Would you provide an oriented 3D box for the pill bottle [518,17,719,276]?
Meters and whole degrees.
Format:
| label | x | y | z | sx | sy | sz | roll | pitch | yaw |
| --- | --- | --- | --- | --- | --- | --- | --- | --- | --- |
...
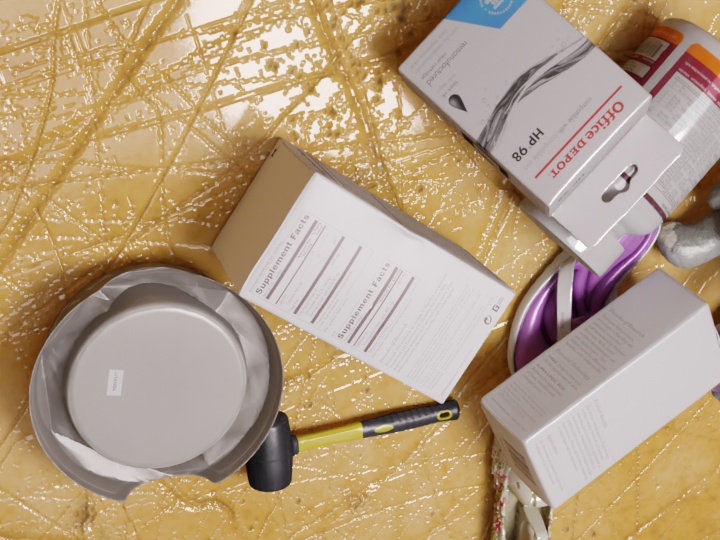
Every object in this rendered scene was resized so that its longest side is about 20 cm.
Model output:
| label | x | y | z | sx | sy | sz | roll | pitch | yaw |
| --- | --- | --- | --- | --- | --- | --- | --- | --- | --- |
| pill bottle | 0.229 | -0.100 | 1.071 | 0.109 | 0.110 | 0.200 | 39 | 95 | -27 |

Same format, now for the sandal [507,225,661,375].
| label | x | y | z | sx | sy | sz | roll | pitch | yaw |
| --- | --- | --- | --- | --- | --- | --- | --- | --- | --- |
| sandal | 0.196 | 0.022 | 1.140 | 0.082 | 0.050 | 0.203 | 25 | 101 | -25 |

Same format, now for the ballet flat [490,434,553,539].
| label | x | y | z | sx | sy | sz | roll | pitch | yaw |
| --- | --- | --- | --- | --- | --- | --- | --- | --- | --- |
| ballet flat | 0.157 | 0.217 | 1.195 | 0.075 | 0.064 | 0.201 | -7 | 111 | -15 |

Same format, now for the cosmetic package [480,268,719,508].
| label | x | y | z | sx | sy | sz | roll | pitch | yaw |
| --- | --- | --- | --- | --- | --- | --- | --- | --- | --- |
| cosmetic package | 0.211 | 0.101 | 1.116 | 0.200 | 0.074 | 0.102 | -35 | 131 | -10 |

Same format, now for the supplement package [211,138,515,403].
| label | x | y | z | sx | sy | sz | roll | pitch | yaw |
| --- | --- | --- | --- | --- | --- | --- | --- | --- | --- |
| supplement package | 0.000 | 0.000 | 1.031 | 0.200 | 0.114 | 0.110 | 30 | 98 | -24 |

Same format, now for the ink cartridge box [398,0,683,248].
| label | x | y | z | sx | sy | sz | roll | pitch | yaw |
| --- | --- | --- | --- | --- | --- | --- | --- | --- | --- |
| ink cartridge box | 0.141 | -0.125 | 0.998 | 0.200 | 0.067 | 0.116 | 43 | 93 | 10 |

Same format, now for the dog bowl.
| label | x | y | z | sx | sy | sz | roll | pitch | yaw |
| --- | --- | --- | --- | --- | --- | --- | --- | --- | --- |
| dog bowl | -0.165 | 0.085 | 1.039 | 0.199 | 0.059 | 0.201 | -6 | 111 | -16 |

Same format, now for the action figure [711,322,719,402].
| label | x | y | z | sx | sy | sz | roll | pitch | yaw |
| --- | --- | --- | --- | --- | --- | --- | --- | --- | --- |
| action figure | 0.375 | 0.028 | 1.194 | 0.148 | 0.134 | 0.201 | 9 | 101 | 18 |

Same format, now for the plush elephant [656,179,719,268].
| label | x | y | z | sx | sy | sz | roll | pitch | yaw |
| --- | --- | --- | --- | --- | --- | --- | --- | --- | --- |
| plush elephant | 0.356 | -0.048 | 1.065 | 0.200 | 0.165 | 0.155 | -33 | 147 | 5 |

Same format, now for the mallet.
| label | x | y | z | sx | sy | sz | roll | pitch | yaw |
| --- | --- | --- | --- | --- | --- | --- | --- | --- | --- |
| mallet | -0.008 | 0.131 | 1.125 | 0.199 | 0.041 | 0.066 | -17 | 112 | -17 |
